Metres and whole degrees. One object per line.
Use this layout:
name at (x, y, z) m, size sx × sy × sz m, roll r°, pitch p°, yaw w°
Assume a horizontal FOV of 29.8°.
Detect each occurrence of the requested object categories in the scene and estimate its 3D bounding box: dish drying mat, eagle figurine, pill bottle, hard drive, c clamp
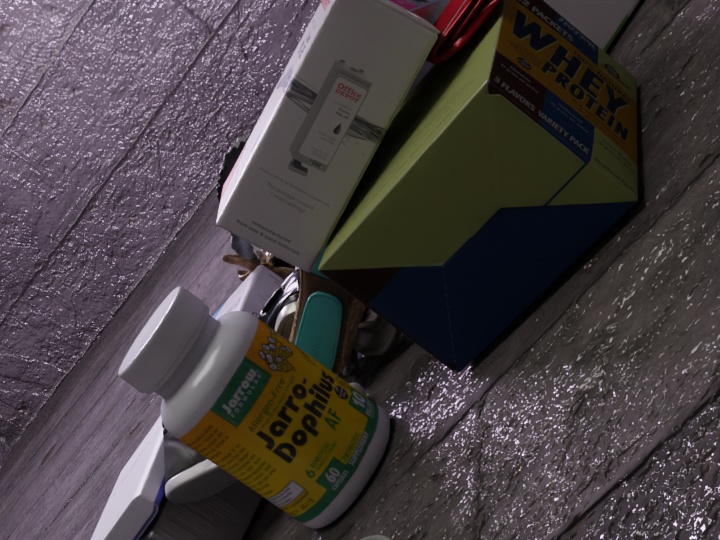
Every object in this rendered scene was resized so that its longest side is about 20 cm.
dish drying mat at (0.075, -0.196, 1.059) m, size 0.077 × 0.018 × 0.200 m, roll -52°, pitch 8°, yaw 8°
eagle figurine at (-0.091, -0.058, 1.651) m, size 0.150 × 0.152 × 0.201 m, roll -19°, pitch 45°, yaw 15°
pill bottle at (-0.084, 0.103, 1.055) m, size 0.113 × 0.199 × 0.113 m, roll -50°, pitch 13°, yaw 16°
hard drive at (-0.211, 0.209, 1.276) m, size 0.132 × 0.025 × 0.200 m, roll -53°, pitch 10°, yaw 21°
c clamp at (0.000, 0.000, 1.221) m, size 0.171 × 0.027 × 0.202 m, roll -176°, pitch 90°, yaw -68°

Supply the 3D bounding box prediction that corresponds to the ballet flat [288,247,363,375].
ballet flat at (-0.020, 0.002, 1.170) m, size 0.065 × 0.070 × 0.201 m, roll -60°, pitch -9°, yaw -62°

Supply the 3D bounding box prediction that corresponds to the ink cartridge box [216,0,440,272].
ink cartridge box at (-0.028, -0.118, 1.033) m, size 0.201 × 0.082 × 0.147 m, roll -61°, pitch 10°, yaw 11°

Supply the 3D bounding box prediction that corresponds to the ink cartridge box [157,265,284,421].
ink cartridge box at (-0.145, 0.113, 1.523) m, size 0.146 × 0.086 × 0.201 m, roll -45°, pitch 17°, yaw 34°

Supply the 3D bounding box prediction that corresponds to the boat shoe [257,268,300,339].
boat shoe at (-0.073, 0.066, 1.311) m, size 0.200 × 0.074 × 0.067 m, roll 109°, pitch 159°, yaw -54°

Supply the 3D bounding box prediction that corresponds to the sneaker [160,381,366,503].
sneaker at (-0.095, 0.118, 1.181) m, size 0.199 × 0.071 × 0.100 m, roll -27°, pitch 62°, yaw 12°

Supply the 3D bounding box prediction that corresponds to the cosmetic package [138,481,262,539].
cosmetic package at (-0.139, 0.199, 1.275) m, size 0.107 × 0.090 × 0.201 m, roll -43°, pitch 20°, yaw 51°

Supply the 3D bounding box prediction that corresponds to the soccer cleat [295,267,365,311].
soccer cleat at (-0.035, 0.027, 1.415) m, size 0.200 × 0.068 × 0.086 m, roll -110°, pitch 24°, yaw -60°

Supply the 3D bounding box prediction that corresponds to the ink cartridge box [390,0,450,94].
ink cartridge box at (0.041, -0.190, 1.203) m, size 0.200 × 0.042 × 0.120 m, roll -38°, pitch -32°, yaw -63°

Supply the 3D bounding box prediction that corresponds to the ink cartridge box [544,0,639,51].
ink cartridge box at (0.178, -0.243, 1.272) m, size 0.146 × 0.084 × 0.200 m, roll -56°, pitch 12°, yaw -7°

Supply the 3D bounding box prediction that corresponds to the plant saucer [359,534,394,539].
plant saucer at (-0.047, 0.251, 0.877) m, size 0.201 × 0.050 × 0.200 m, roll -51°, pitch 12°, yaw 16°

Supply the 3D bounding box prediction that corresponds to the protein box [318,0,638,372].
protein box at (0.094, -0.075, 1.013) m, size 0.199 × 0.135 × 0.201 m, roll -47°, pitch 13°, yaw 31°
